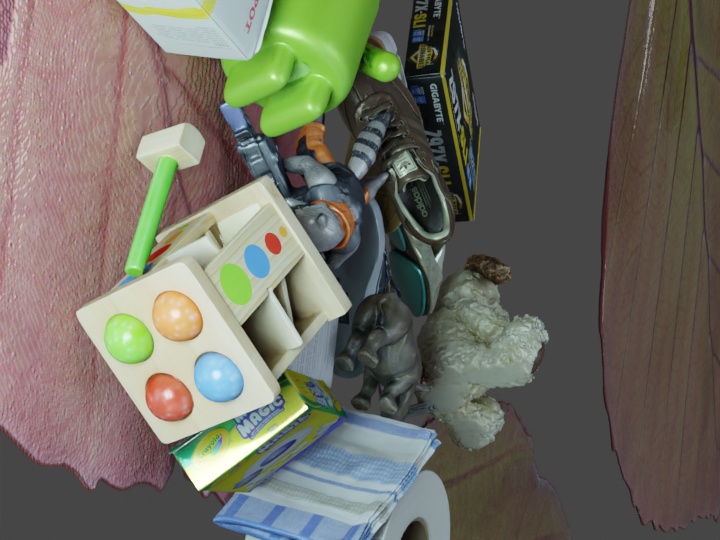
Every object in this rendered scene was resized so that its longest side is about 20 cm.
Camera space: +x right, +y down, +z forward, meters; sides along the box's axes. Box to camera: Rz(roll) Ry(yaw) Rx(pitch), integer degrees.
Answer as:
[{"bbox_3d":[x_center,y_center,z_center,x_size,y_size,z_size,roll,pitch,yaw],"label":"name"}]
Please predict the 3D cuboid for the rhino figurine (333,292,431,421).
[{"bbox_3d":[0.029,0.096,1.731,0.088,0.059,0.200,-63,155,-27],"label":"rhino figurine"}]

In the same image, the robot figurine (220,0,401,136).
[{"bbox_3d":[-0.048,-0.213,1.507,0.175,0.115,0.201,37,53,-28],"label":"robot figurine"}]

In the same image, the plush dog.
[{"bbox_3d":[0.112,0.076,2.002,0.172,0.159,0.201,-78,-171,-47],"label":"plush dog"}]

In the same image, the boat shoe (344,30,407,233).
[{"bbox_3d":[0.026,-0.139,1.771,0.069,0.070,0.201,-38,129,-59],"label":"boat shoe"}]

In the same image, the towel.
[{"bbox_3d":[-0.028,0.189,1.647,0.200,0.146,0.024,-49,145,-51],"label":"towel"}]

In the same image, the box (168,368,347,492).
[{"bbox_3d":[-0.084,0.135,1.501,0.117,0.048,0.200,-37,166,4],"label":"box"}]

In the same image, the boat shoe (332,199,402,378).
[{"bbox_3d":[0.000,0.000,1.764,0.091,0.070,0.201,-45,144,-56],"label":"boat shoe"}]

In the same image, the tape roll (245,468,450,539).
[{"bbox_3d":[-0.012,0.281,1.724,0.202,0.138,0.204,8,90,-68],"label":"tape roll"}]

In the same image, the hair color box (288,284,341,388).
[{"bbox_3d":[-0.086,0.062,1.582,0.200,0.060,0.100,-6,102,-67],"label":"hair color box"}]

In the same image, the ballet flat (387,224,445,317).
[{"bbox_3d":[0.061,-0.032,1.879,0.062,0.067,0.201,-35,137,-18],"label":"ballet flat"}]

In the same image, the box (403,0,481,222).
[{"bbox_3d":[0.088,-0.175,1.887,0.160,0.049,0.201,-79,162,-46],"label":"box"}]

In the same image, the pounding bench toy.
[{"bbox_3d":[-0.134,0.004,1.362,0.201,0.124,0.156,57,37,-12],"label":"pounding bench toy"}]

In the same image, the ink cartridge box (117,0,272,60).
[{"bbox_3d":[-0.134,-0.264,1.336,0.200,0.083,0.146,46,56,-62],"label":"ink cartridge box"}]

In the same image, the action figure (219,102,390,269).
[{"bbox_3d":[-0.037,-0.089,1.565,0.194,0.104,0.201,-79,147,-55],"label":"action figure"}]

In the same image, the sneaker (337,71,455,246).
[{"bbox_3d":[0.040,-0.115,1.692,0.201,0.070,0.076,60,-2,-17],"label":"sneaker"}]
